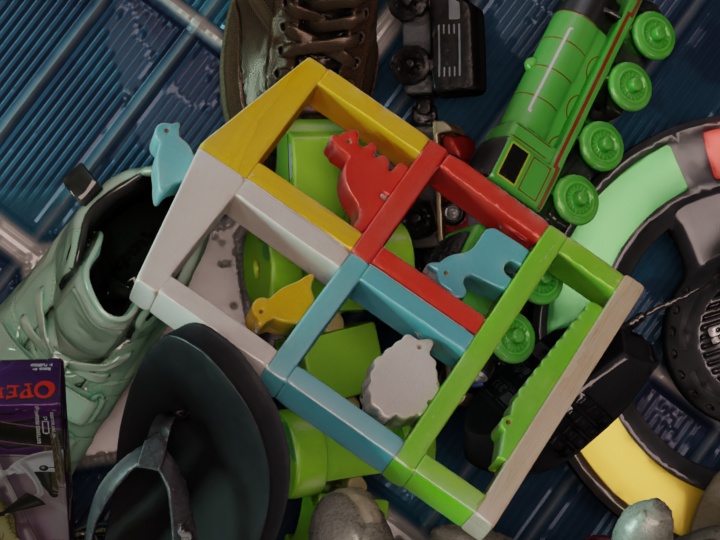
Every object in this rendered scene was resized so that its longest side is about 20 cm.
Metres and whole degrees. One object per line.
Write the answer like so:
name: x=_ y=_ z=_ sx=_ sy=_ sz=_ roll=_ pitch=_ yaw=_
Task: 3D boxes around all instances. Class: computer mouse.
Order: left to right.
computer mouse: x=0.129 y=0.027 z=1.029 sx=0.200 sy=0.059 sz=0.034 roll=-34 pitch=114 yaw=-3

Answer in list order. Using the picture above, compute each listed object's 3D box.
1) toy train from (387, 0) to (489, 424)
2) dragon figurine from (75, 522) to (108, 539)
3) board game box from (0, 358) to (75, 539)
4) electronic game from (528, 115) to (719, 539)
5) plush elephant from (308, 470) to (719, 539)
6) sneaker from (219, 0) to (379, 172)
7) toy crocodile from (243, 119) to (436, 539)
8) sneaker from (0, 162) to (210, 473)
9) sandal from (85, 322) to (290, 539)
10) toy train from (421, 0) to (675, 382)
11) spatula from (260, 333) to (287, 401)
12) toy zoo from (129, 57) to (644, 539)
toy train: x=0.040 y=-0.032 z=1.061 sx=0.046 sy=0.034 sz=0.201 roll=-3 pitch=87 yaw=12
dragon figurine: x=-0.031 y=0.166 z=1.001 sx=0.059 sy=0.099 sz=0.200 roll=-44 pitch=103 yaw=-17
board game box: x=-0.175 y=0.112 z=0.970 sx=0.120 sy=0.200 sz=0.032 roll=1 pitch=46 yaw=-2
electronic game: x=0.173 y=0.030 z=1.069 sx=0.199 sy=0.042 sz=0.201 roll=0 pitch=86 yaw=-4
plush elephant: x=0.106 y=0.151 z=0.978 sx=0.155 sy=0.165 sz=0.200 roll=-40 pitch=131 yaw=17
sneaker: x=-0.022 y=-0.128 z=1.045 sx=0.070 sy=0.076 sz=0.201 roll=5 pitch=85 yaw=-5
toy crocodile: x=-0.014 y=0.034 z=1.034 sx=0.067 sy=0.062 sz=0.201 roll=-7 pitch=93 yaw=-22
sneaker: x=-0.133 y=0.036 z=1.003 sx=0.074 sy=0.118 sz=0.201 roll=33 pitch=84 yaw=-2
sandal: x=-0.080 y=0.117 z=0.946 sx=0.076 sy=0.043 sz=0.201 roll=28 pitch=116 yaw=26
toy train: x=0.077 y=-0.044 z=1.038 sx=0.056 sy=0.042 sz=0.200 roll=34 pitch=66 yaw=-17
spatula: x=-0.057 y=0.079 z=1.055 sx=0.056 sy=0.021 sz=0.200 roll=25 pitch=84 yaw=-9
toy zoo: x=0.000 y=0.000 z=0.965 sx=0.200 sy=0.020 sz=0.131 roll=35 pitch=61 yaw=2
